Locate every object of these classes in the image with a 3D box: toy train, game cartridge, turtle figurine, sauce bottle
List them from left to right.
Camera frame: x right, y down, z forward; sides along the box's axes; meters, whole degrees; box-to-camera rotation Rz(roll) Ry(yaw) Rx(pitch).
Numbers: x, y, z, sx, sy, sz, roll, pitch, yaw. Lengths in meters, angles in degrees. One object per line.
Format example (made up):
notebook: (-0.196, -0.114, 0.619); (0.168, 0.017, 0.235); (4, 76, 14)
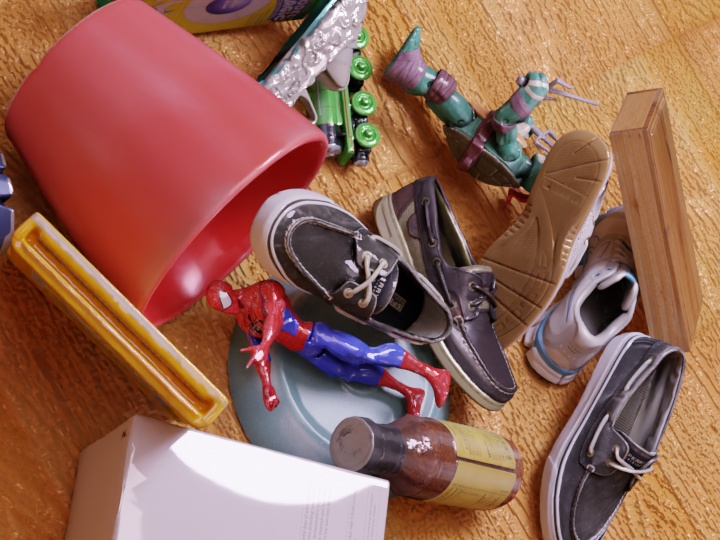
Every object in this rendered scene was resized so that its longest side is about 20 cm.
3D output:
game cartridge: (-0.173, 0.039, 1.223); (0.176, 0.200, 0.032); (45, 78, -6)
toy train: (-0.022, -0.182, 1.490); (0.056, 0.042, 0.202); (1, 70, -19)
sauce bottle: (0.050, 0.141, 1.340); (0.199, 0.066, 0.067); (22, 57, -52)
turtle figurine: (0.112, -0.126, 1.496); (0.199, 0.150, 0.101); (34, 75, -4)

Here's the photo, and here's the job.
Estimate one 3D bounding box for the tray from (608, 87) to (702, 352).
tray: (0.253, -0.042, 1.499); (0.099, 0.037, 0.202); (-57, 135, -60)

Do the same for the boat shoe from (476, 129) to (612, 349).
boat shoe: (0.154, -0.019, 1.471); (0.071, 0.201, 0.069); (35, 10, 21)

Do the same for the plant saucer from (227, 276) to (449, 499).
plant saucer: (-0.007, 0.082, 1.394); (0.198, 0.036, 0.202); (12, 65, -26)

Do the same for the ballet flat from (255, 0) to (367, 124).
ballet flat: (-0.050, -0.153, 1.433); (0.072, 0.072, 0.200); (43, 76, -7)

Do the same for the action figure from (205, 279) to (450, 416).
action figure: (-0.034, 0.076, 1.319); (0.199, 0.065, 0.100); (30, 49, -16)

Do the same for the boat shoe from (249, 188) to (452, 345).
boat shoe: (0.000, 0.000, 1.320); (0.199, 0.063, 0.071); (30, 87, -45)

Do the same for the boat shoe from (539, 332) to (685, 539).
boat shoe: (0.206, 0.143, 1.445); (0.072, 0.071, 0.202); (27, 77, -30)

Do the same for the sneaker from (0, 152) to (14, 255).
sneaker: (-0.322, -0.103, 1.262); (0.114, 0.080, 0.201); (-8, 76, -34)

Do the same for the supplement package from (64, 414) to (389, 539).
supplement package: (-0.097, 0.193, 1.246); (0.198, 0.120, 0.122); (18, 65, -23)

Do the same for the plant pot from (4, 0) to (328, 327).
plant pot: (-0.150, -0.088, 1.297); (0.177, 0.201, 0.200); (46, 55, 8)

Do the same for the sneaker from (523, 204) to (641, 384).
sneaker: (0.219, 0.011, 1.522); (0.075, 0.087, 0.201); (39, 55, -9)

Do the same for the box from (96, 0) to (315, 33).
box: (-0.100, -0.232, 1.403); (0.198, 0.117, 0.049); (-13, 78, -23)

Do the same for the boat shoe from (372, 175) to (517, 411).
boat shoe: (0.077, 0.015, 1.428); (0.201, 0.065, 0.073); (61, 24, 13)
